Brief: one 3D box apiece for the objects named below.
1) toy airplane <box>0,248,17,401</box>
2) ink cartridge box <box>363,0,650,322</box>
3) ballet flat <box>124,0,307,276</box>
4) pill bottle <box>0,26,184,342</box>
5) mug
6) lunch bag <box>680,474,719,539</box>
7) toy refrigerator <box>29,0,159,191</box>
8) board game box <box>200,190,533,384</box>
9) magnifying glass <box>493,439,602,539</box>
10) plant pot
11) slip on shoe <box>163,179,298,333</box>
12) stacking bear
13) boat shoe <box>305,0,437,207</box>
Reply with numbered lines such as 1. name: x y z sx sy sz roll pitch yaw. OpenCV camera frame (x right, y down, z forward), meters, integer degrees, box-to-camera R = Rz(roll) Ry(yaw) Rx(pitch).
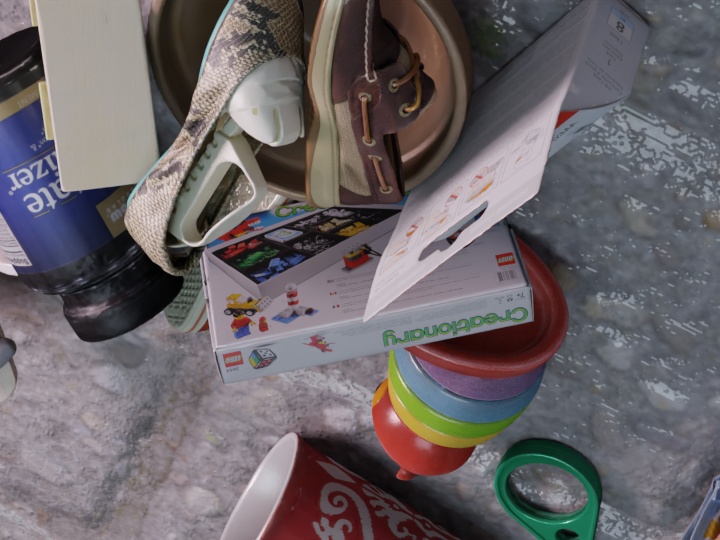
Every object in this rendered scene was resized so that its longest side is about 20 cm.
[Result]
1. toy airplane: -0.315 0.001 1.378 0.200 0.141 0.199 32 133 -7
2. ink cartridge box: 0.088 -0.059 1.126 0.047 0.200 0.160 38 133 -16
3. ballet flat: -0.073 -0.076 1.114 0.075 0.068 0.200 53 126 30
4. pill bottle: -0.203 -0.056 1.290 0.112 0.112 0.200 -14 116 31
5. mug: -0.007 0.241 1.486 0.200 0.134 0.178 29 134 -11
6. lunch bag: 0.305 0.247 1.314 0.127 0.200 0.170 -38 109 24
7. toy refrigerator: -0.169 -0.156 1.167 0.070 0.076 0.200 -8 108 -7
8. board game box: 0.000 0.000 1.215 0.200 0.126 0.035 -11 131 -1
9. magnifying glass: 0.163 0.206 1.460 0.079 0.022 0.200 -9 124 27
10. plant pot: -0.021 -0.144 1.168 0.201 0.093 0.201 11 132 13
11. slip on shoe: -0.073 -0.031 1.317 0.061 0.074 0.200 4 136 -33
12. stacking bear: 0.063 0.074 1.326 0.114 0.122 0.200 29 144 5
13. boat shoe: 0.009 -0.109 1.082 0.072 0.072 0.200 8 136 2
